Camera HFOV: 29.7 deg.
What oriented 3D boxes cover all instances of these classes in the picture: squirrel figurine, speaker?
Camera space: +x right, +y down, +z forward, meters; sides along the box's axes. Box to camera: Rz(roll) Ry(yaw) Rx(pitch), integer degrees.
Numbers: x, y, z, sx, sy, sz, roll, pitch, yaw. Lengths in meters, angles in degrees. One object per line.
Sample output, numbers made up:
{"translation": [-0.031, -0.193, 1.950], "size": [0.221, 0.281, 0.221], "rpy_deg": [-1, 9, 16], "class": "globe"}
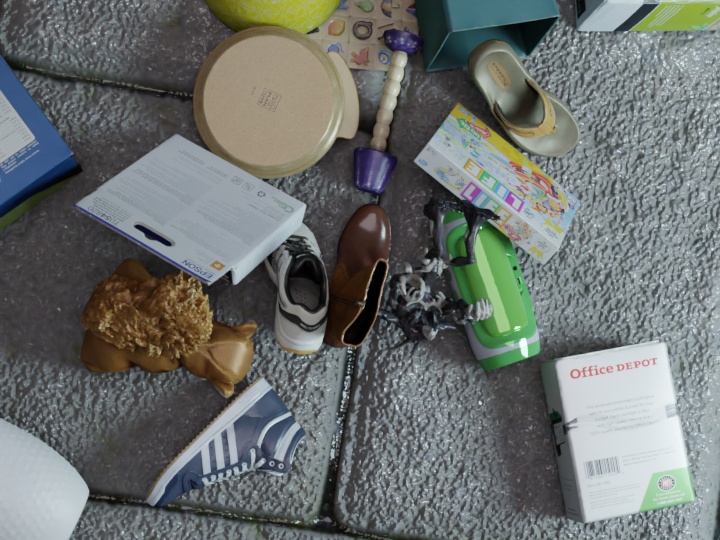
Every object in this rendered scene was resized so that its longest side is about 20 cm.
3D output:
{"translation": [-0.216, 0.074, 1.557], "size": [0.186, 0.200, 0.142], "rpy_deg": [24, 77, 5], "class": "squirrel figurine"}
{"translation": [0.154, 0.017, 1.666], "size": [0.088, 0.088, 0.201], "rpy_deg": [-18, 87, -8], "class": "speaker"}

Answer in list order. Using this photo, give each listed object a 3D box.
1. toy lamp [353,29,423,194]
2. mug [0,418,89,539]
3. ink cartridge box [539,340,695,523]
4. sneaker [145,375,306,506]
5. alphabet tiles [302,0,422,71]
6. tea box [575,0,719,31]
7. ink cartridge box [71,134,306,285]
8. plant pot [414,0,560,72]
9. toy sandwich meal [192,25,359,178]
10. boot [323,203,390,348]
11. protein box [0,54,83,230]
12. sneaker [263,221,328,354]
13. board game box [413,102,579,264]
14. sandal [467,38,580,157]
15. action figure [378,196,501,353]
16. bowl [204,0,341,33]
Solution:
{"translation": [0.031, -0.195, 1.682], "size": [0.058, 0.058, 0.201], "rpy_deg": [13, 87, -6], "class": "toy lamp"}
{"translation": [-0.419, 0.273, 1.553], "size": [0.175, 0.148, 0.200], "rpy_deg": [28, 112, -11], "class": "mug"}
{"translation": [0.313, 0.196, 1.668], "size": [0.145, 0.084, 0.201], "rpy_deg": [-9, 85, -8], "class": "ink cartridge box"}
{"translation": [-0.154, 0.231, 1.615], "size": [0.200, 0.070, 0.109], "rpy_deg": [-44, 89, -12], "class": "sneaker"}
{"translation": [-0.013, -0.337, 1.719], "size": [0.199, 0.006, 0.167], "rpy_deg": [4, 85, -7], "class": "alphabet tiles"}
{"translation": [0.376, -0.414, 1.709], "size": [0.196, 0.134, 0.201], "rpy_deg": [-2, 85, -8], "class": "tea box"}
{"translation": [-0.197, -0.062, 1.569], "size": [0.199, 0.041, 0.200], "rpy_deg": [29, 41, 17], "class": "ink cartridge box"}
{"translation": [0.139, -0.371, 1.676], "size": [0.141, 0.141, 0.201], "rpy_deg": [-10, 80, -11], "class": "plant pot"}
{"translation": [-0.105, -0.207, 1.668], "size": [0.204, 0.070, 0.206], "rpy_deg": [0, 90, -2], "class": "toy sandwich meal"}
{"translation": [0.000, 0.000, 1.589], "size": [0.068, 0.200, 0.189], "rpy_deg": [26, 82, -4], "class": "boot"}
{"translation": [-0.466, -0.149, 1.579], "size": [0.198, 0.135, 0.200], "rpy_deg": [-37, 90, -9], "class": "protein box"}
{"translation": [-0.067, -0.002, 1.605], "size": [0.075, 0.088, 0.201], "rpy_deg": [0, 52, -17], "class": "sneaker"}
{"translation": [0.170, -0.108, 1.662], "size": [0.200, 0.135, 0.034], "rpy_deg": [38, 124, -3], "class": "board game box"}
{"translation": [0.203, -0.202, 1.672], "size": [0.080, 0.054, 0.200], "rpy_deg": [-40, 126, 9], "class": "sandal"}
{"translation": [0.089, 0.017, 1.590], "size": [0.118, 0.102, 0.201], "rpy_deg": [12, 105, -23], "class": "action figure"}
{"translation": [-0.108, -0.393, 1.655], "size": [0.199, 0.108, 0.201], "rpy_deg": [0, 84, -3], "class": "bowl"}
